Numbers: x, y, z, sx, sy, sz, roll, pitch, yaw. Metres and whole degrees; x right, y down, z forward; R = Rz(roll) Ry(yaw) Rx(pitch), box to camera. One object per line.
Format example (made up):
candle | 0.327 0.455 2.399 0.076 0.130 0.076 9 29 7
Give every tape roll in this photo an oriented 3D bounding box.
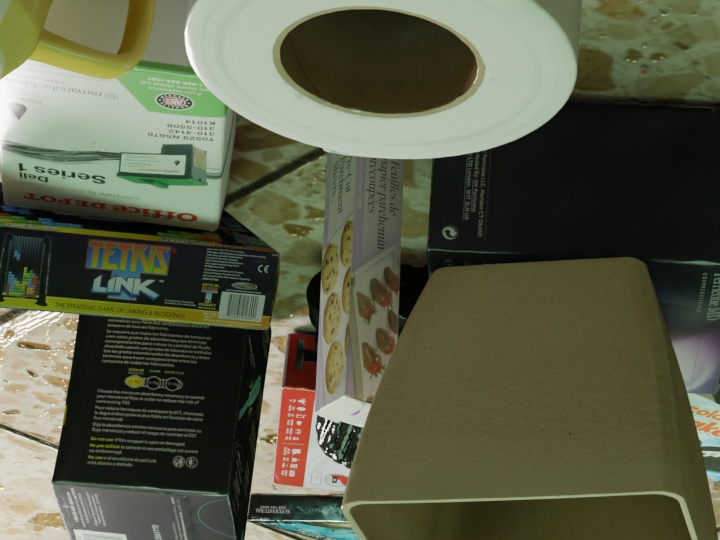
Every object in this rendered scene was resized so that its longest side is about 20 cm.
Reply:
tape roll | 0.016 -0.165 1.293 0.202 0.139 0.203 5 152 2

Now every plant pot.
plant pot | 0.114 0.102 1.533 0.200 0.177 0.200 -4 149 15

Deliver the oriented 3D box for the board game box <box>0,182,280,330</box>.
board game box | -0.170 -0.013 1.647 0.200 0.057 0.165 5 -168 -19

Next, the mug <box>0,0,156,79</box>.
mug | -0.204 -0.177 1.342 0.186 0.153 0.149 6 152 -2

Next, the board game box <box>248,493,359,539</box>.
board game box | 0.018 0.224 2.164 0.135 0.028 0.200 -4 163 41

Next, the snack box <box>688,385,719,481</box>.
snack box | 0.244 0.106 1.938 0.200 0.037 0.116 22 149 -29

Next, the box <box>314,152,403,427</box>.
box | 0.000 0.000 1.598 0.039 0.200 0.041 18 151 -30

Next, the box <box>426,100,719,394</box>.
box | 0.145 -0.013 1.633 0.198 0.123 0.200 2 153 4

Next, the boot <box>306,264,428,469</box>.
boot | 0.063 0.077 1.818 0.211 0.079 0.158 7 129 18

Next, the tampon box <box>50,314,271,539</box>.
tampon box | -0.140 0.095 1.810 0.126 0.200 0.150 4 152 4

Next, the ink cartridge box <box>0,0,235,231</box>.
ink cartridge box | -0.148 -0.110 1.538 0.146 0.084 0.200 7 153 -1

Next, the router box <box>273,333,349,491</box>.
router box | 0.024 0.121 1.997 0.179 0.049 0.200 6 153 -1
